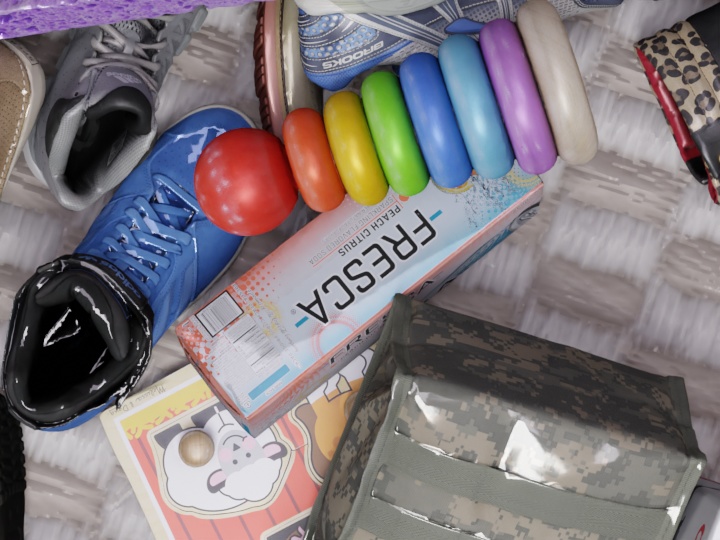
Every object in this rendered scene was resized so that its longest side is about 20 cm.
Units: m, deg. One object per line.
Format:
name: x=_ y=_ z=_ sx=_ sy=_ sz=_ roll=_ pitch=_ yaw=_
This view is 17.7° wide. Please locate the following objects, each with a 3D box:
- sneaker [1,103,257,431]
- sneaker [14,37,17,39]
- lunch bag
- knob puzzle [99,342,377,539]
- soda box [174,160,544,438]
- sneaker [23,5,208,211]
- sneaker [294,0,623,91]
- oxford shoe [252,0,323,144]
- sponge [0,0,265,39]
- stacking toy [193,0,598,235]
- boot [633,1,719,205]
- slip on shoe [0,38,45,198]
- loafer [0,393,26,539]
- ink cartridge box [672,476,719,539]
sneaker: x=-0.116 y=-0.001 z=1.197 sx=0.077 sy=0.111 sz=0.200 roll=38 pitch=89 yaw=-2
sneaker: x=-0.242 y=-0.123 z=1.214 sx=0.200 sy=0.076 sz=0.081 roll=-45 pitch=70 yaw=3
lunch bag: x=0.059 y=0.136 z=1.166 sx=0.164 sy=0.118 sz=0.200 roll=17 pitch=114 yaw=-7
knob puzzle: x=-0.019 y=0.124 z=1.238 sx=0.219 sy=0.030 sz=0.220 roll=0 pitch=89 yaw=-1
soda box: x=0.000 y=0.000 z=1.206 sx=0.200 sy=0.068 sz=0.064 roll=-38 pitch=80 yaw=-7
sneaker: x=-0.111 y=-0.118 z=1.177 sx=0.075 sy=0.116 sz=0.200 roll=18 pitch=104 yaw=-16
sneaker: x=0.050 y=-0.135 z=1.210 sx=0.200 sy=0.077 sz=0.085 roll=-7 pitch=118 yaw=-26
oxford shoe: x=-0.019 y=-0.140 z=1.222 sx=0.074 sy=0.071 sz=0.201 roll=1 pitch=92 yaw=-8
sponge: x=-0.121 y=-0.177 z=1.149 sx=0.199 sy=0.030 sz=0.112 roll=-7 pitch=66 yaw=8
stacking toy: x=0.013 y=-0.066 z=1.149 sx=0.200 sy=0.085 sz=0.086 roll=-18 pitch=90 yaw=3
boot: x=0.250 y=-0.077 z=1.221 sx=0.150 sy=0.073 sz=0.200 roll=-27 pitch=86 yaw=-2
slip on shoe: x=-0.222 y=-0.028 z=1.191 sx=0.076 sy=0.061 sz=0.200 roll=32 pitch=114 yaw=9
loafer: x=-0.214 y=0.165 z=1.222 sx=0.071 sy=0.073 sz=0.201 roll=-2 pitch=84 yaw=9
ink cartridge box: x=0.176 y=0.183 z=1.154 sx=0.083 sy=0.200 sz=0.146 roll=21 pitch=89 yaw=-1
